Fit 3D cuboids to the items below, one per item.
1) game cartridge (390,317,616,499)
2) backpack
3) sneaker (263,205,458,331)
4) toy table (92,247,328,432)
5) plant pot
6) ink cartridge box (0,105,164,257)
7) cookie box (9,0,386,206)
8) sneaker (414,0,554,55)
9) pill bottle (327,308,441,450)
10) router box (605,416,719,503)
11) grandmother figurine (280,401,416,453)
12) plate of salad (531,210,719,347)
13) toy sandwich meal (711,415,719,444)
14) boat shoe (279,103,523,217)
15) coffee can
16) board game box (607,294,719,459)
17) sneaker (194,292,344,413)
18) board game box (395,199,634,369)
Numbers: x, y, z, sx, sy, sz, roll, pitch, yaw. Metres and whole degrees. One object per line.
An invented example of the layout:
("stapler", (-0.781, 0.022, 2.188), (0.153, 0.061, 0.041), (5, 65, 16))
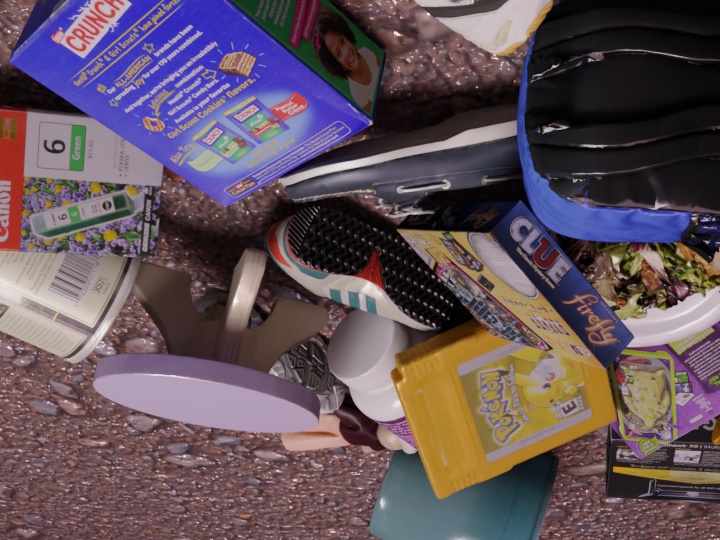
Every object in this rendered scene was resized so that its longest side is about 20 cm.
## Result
("game cartridge", (0.140, 0.117, 0.936), (0.199, 0.032, 0.177), (-24, 122, -5))
("backpack", (0.202, -0.086, 0.640), (0.198, 0.164, 0.168), (1, 165, 7))
("sneaker", (0.000, 0.000, 0.906), (0.199, 0.071, 0.093), (25, 164, -29))
("toy table", (-0.127, 0.067, 0.878), (0.199, 0.118, 0.184), (20, 150, -26))
("plant pot", (0.117, 0.287, 1.174), (0.187, 0.201, 0.201), (20, 147, 10))
("ink cartridge box", (-0.256, -0.070, 0.758), (0.199, 0.110, 0.050), (3, -171, -25))
("cookie box", (-0.111, -0.152, 0.690), (0.171, 0.076, 0.200), (-23, 135, 39))
("sneaker", (0.096, -0.207, 0.566), (0.087, 0.076, 0.200), (22, 142, -15))
("pill bottle", (0.058, 0.116, 0.998), (0.112, 0.113, 0.200), (-18, 139, 33))
("router box", (0.383, 0.210, 1.114), (0.199, 0.052, 0.158), (1, 144, 12))
("grandmother figurine", (-0.011, 0.186, 1.143), (0.199, 0.061, 0.121), (-3, 153, 35))
("plate of salad", (0.231, -0.002, 0.822), (0.199, 0.048, 0.201), (6, 131, 7))
("toy sandwich meal", (0.382, 0.111, 0.957), (0.204, 0.071, 0.206), (6, 145, 4))
("boat shoe", (0.039, -0.075, 0.742), (0.199, 0.075, 0.062), (-14, 111, 2))
("coffee can", (-0.310, -0.024, 0.854), (0.199, 0.147, 0.146), (30, 140, -27))
("board game box", (0.293, 0.097, 0.939), (0.120, 0.032, 0.200), (53, 144, 11))
("sneaker", (-0.108, 0.096, 1.057), (0.199, 0.078, 0.099), (34, 146, -18))
("board game box", (0.113, 0.005, 0.770), (0.136, 0.035, 0.200), (48, 170, -14))
